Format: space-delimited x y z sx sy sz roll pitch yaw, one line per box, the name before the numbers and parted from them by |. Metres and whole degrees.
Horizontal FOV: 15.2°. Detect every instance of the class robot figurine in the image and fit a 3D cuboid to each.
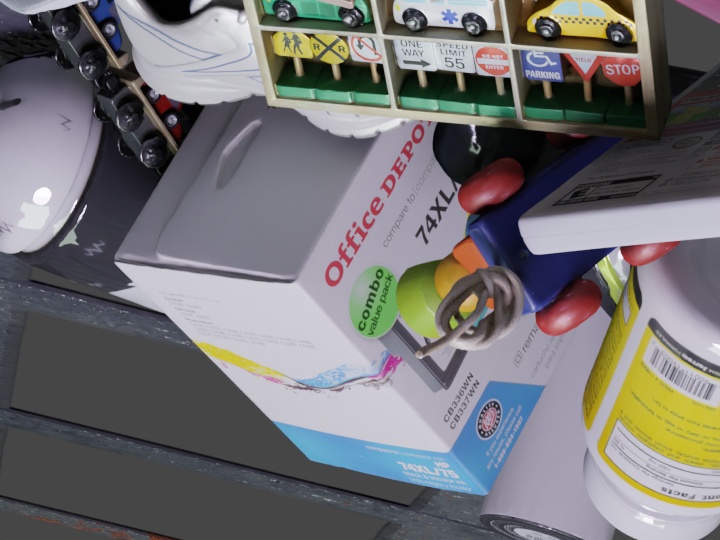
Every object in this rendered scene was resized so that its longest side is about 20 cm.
robot figurine | -0.139 -0.051 1.559 0.199 0.151 0.125 21 -170 -29

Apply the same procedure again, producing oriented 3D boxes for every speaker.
speaker | 0.136 0.064 1.593 0.081 0.201 0.081 17 167 4

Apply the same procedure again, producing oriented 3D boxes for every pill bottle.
pill bottle | 0.179 0.056 1.403 0.112 0.113 0.200 13 142 -2

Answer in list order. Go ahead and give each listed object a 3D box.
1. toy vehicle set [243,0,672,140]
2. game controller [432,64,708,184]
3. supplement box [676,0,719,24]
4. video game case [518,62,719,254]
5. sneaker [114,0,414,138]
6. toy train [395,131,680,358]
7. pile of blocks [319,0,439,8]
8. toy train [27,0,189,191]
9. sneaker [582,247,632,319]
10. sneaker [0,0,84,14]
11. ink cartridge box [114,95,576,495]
toy vehicle set | 0.041 -0.123 1.241 0.199 0.027 0.125 6 135 21
game controller | 0.139 -0.066 1.371 0.199 0.042 0.104 10 149 -12
supplement box | 0.157 -0.154 1.036 0.199 0.086 0.110 23 161 -32
video game case | 0.196 -0.062 1.209 0.199 0.182 0.023 -6 114 48
sneaker | -0.039 -0.119 1.343 0.199 0.075 0.087 5 156 23
toy train | 0.055 0.003 1.284 0.085 0.200 0.116 56 142 -4
pile of blocks | -0.021 -0.166 1.143 0.199 0.083 0.062 11 158 2
toy train | -0.117 -0.089 1.455 0.034 0.046 0.200 23 154 49
sneaker | 0.197 0.022 1.489 0.083 0.072 0.200 -19 135 37
sneaker | -0.124 -0.160 1.264 0.071 0.073 0.200 -22 -157 -31
ink cartridge box | 0.000 0.000 1.465 0.146 0.147 0.200 8 150 44
